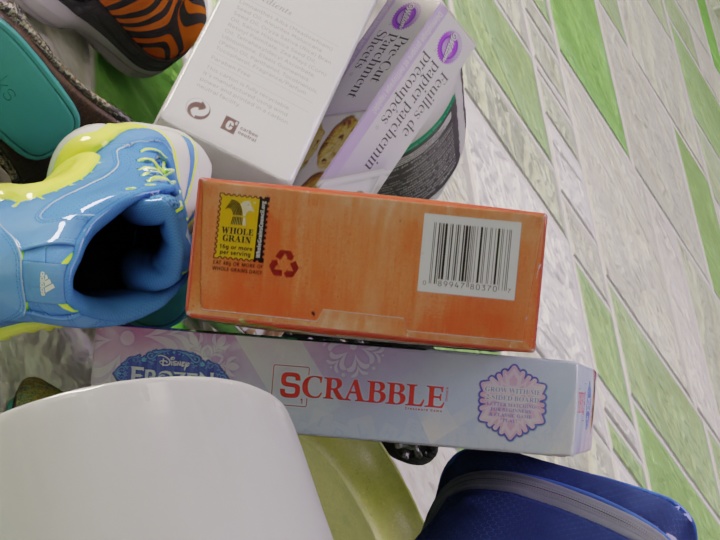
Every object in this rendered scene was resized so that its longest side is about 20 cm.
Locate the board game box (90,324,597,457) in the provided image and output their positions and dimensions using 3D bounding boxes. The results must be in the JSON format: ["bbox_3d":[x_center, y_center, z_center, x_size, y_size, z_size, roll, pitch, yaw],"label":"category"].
[{"bbox_3d":[0.000,0.052,1.174,0.200,0.199,0.041,23,72,-83],"label":"board game box"}]

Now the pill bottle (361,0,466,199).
[{"bbox_3d":[0.003,-0.091,1.513,0.200,0.113,0.113,76,-5,-75],"label":"pill bottle"}]

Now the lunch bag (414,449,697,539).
[{"bbox_3d":[0.077,0.189,1.238,0.132,0.136,0.200,-56,160,-53],"label":"lunch bag"}]

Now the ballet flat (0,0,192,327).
[{"bbox_3d":[-0.136,-0.059,1.203,0.200,0.068,0.075,53,0,-34],"label":"ballet flat"}]

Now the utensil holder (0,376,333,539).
[{"bbox_3d":[-0.071,0.158,0.915,0.170,0.170,0.200,35,34,-61],"label":"utensil holder"}]

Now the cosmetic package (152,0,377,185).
[{"bbox_3d":[-0.045,-0.105,1.316,0.071,0.101,0.200,27,56,-5],"label":"cosmetic package"}]

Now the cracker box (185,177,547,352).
[{"bbox_3d":[0.000,0.000,1.100,0.200,0.134,0.058,133,-37,-87],"label":"cracker box"}]

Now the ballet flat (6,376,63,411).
[{"bbox_3d":[-0.095,0.122,1.067,0.071,0.071,0.200,46,26,-51],"label":"ballet flat"}]

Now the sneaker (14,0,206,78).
[{"bbox_3d":[-0.096,-0.159,1.352,0.078,0.112,0.200,66,16,10],"label":"sneaker"}]

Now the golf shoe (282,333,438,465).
[{"bbox_3d":[-0.017,0.016,1.477,0.200,0.078,0.094,59,-5,-18],"label":"golf shoe"}]

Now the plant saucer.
[{"bbox_3d":[-0.003,0.156,1.375,0.200,0.031,0.200,55,21,-33],"label":"plant saucer"}]

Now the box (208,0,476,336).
[{"bbox_3d":[-0.015,-0.051,1.368,0.041,0.200,0.039,21,-18,46],"label":"box"}]

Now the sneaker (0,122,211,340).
[{"bbox_3d":[-0.095,-0.012,1.102,0.200,0.105,0.076,-32,121,-54],"label":"sneaker"}]
